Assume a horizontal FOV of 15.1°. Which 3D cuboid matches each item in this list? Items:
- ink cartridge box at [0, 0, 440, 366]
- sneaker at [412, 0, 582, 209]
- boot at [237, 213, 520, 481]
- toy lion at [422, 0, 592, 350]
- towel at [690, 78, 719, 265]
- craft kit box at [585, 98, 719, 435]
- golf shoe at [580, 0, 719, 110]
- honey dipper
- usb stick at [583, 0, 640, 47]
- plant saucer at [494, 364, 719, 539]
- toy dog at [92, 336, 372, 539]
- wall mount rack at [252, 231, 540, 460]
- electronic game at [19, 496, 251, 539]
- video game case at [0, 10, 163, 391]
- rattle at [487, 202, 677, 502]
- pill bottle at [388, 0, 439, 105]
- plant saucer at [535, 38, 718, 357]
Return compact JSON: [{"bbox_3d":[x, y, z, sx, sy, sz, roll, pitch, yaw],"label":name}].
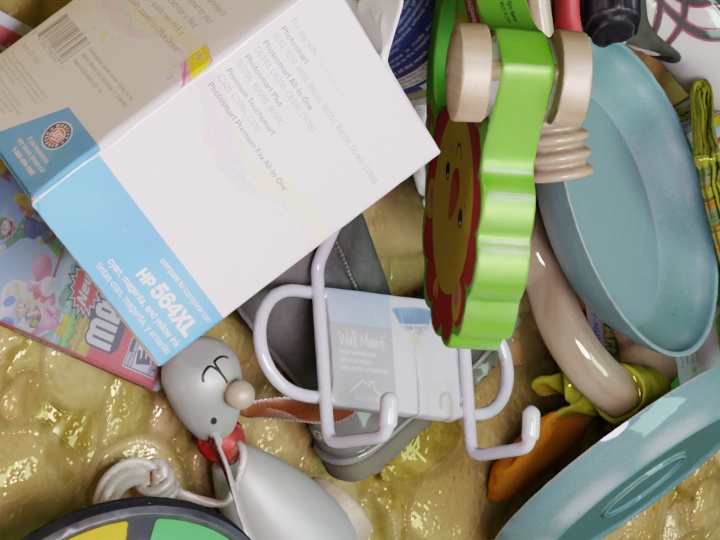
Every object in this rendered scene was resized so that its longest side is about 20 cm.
[{"bbox_3d":[-0.069,-0.080,1.320,0.200,0.129,0.125,-36,128,-3],"label":"ink cartridge box"},{"bbox_3d":[0.086,-0.108,1.528,0.077,0.085,0.200,5,97,-54],"label":"sneaker"},{"bbox_3d":[0.002,0.000,1.535,0.182,0.073,0.200,-49,129,-31],"label":"boot"},{"bbox_3d":[0.059,-0.068,1.370,0.069,0.200,0.192,3,130,-10],"label":"toy lion"},{"bbox_3d":[0.237,-0.020,1.720,0.086,0.018,0.200,-83,159,-51],"label":"towel"},{"bbox_3d":[0.224,-0.009,1.795,0.197,0.048,0.200,-30,119,-42],"label":"craft kit box"},{"bbox_3d":[0.174,-0.163,1.694,0.088,0.077,0.200,-49,122,-19],"label":"golf shoe"},{"bbox_3d":[0.095,-0.148,1.475,0.038,0.038,0.200,-15,100,-44],"label":"honey dipper"},{"bbox_3d":[0.143,-0.229,1.569,0.055,0.033,0.200,83,6,-77],"label":"usb stick"},{"bbox_3d":[0.169,0.124,1.676,0.200,0.200,0.027,-22,70,-42],"label":"plant saucer"},{"bbox_3d":[-0.042,0.127,1.486,0.200,0.096,0.132,40,71,-50],"label":"toy dog"},{"bbox_3d":[0.035,0.013,1.475,0.200,0.075,0.174,8,74,-45],"label":"wall mount rack"},{"bbox_3d":[-0.132,0.206,1.413,0.200,0.042,0.200,-14,122,-24],"label":"electronic game"},{"bbox_3d":[-0.150,-0.034,1.405,0.200,0.017,0.143,28,78,-46],"label":"video game case"},{"bbox_3d":[0.096,0.020,1.676,0.200,0.143,0.130,52,44,-8],"label":"rattle"},{"bbox_3d":[-0.016,-0.170,1.450,0.200,0.111,0.111,25,80,-47],"label":"pill bottle"},{"bbox_3d":[0.153,-0.041,1.625,0.200,0.036,0.200,36,45,-47],"label":"plant saucer"}]
